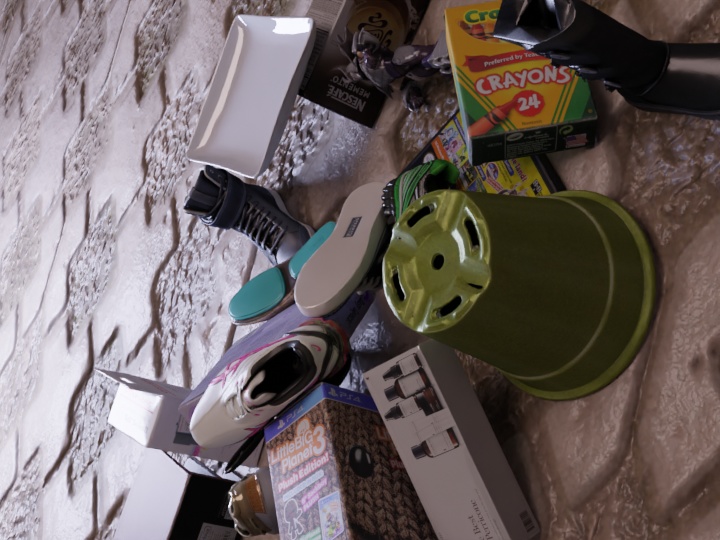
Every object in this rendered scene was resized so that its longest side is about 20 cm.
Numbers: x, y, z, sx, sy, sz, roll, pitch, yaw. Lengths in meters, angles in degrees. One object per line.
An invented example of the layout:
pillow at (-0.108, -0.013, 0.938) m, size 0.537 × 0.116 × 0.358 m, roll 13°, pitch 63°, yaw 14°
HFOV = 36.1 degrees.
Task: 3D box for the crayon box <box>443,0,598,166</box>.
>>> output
crayon box at (0.155, -0.208, 1.116) m, size 0.126 × 0.051 × 0.201 m, roll -9°, pitch 59°, yaw 2°

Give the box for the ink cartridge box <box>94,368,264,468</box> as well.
ink cartridge box at (-0.227, 0.181, 1.354) m, size 0.117 × 0.199 × 0.068 m, roll 15°, pitch 86°, yaw 53°

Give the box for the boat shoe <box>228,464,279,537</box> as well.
boat shoe at (-0.111, 0.252, 1.210) m, size 0.200 × 0.068 × 0.075 m, roll 102°, pitch 151°, yaw -66°

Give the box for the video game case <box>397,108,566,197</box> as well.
video game case at (0.120, -0.083, 1.182) m, size 0.181 × 0.025 × 0.200 m, roll -47°, pitch 42°, yaw 28°

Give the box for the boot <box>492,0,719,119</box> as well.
boot at (0.235, -0.190, 0.940) m, size 0.165 × 0.199 × 0.066 m, roll 1°, pitch 75°, yaw 51°

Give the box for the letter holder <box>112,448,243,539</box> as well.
letter holder at (-0.232, 0.333, 1.378) m, size 0.142 × 0.100 × 0.201 m, roll 18°, pitch 88°, yaw 55°

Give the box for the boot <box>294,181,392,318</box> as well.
boot at (0.000, 0.000, 1.183) m, size 0.072 × 0.091 × 0.200 m, roll 0°, pitch 42°, yaw 31°

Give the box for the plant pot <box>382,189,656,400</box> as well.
plant pot at (0.126, 0.008, 0.979) m, size 0.200 × 0.190 × 0.201 m, roll -12°, pitch 73°, yaw 43°

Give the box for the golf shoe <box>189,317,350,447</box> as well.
golf shoe at (-0.105, 0.115, 1.092) m, size 0.200 × 0.092 × 0.073 m, roll -39°, pitch 82°, yaw 23°

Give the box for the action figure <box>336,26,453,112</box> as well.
action figure at (0.053, -0.235, 1.258) m, size 0.199 × 0.130 × 0.070 m, roll -2°, pitch 72°, yaw 39°

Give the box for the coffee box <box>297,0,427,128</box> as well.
coffee box at (-0.005, -0.292, 1.359) m, size 0.080 × 0.113 × 0.201 m, roll 33°, pitch 102°, yaw 52°

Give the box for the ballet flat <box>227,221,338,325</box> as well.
ballet flat at (-0.073, 0.018, 1.338) m, size 0.200 × 0.067 × 0.068 m, roll -34°, pitch 45°, yaw 27°

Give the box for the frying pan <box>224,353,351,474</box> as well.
frying pan at (-0.094, 0.145, 1.277) m, size 0.190 × 0.031 × 0.115 m, roll -35°, pitch 25°, yaw -2°

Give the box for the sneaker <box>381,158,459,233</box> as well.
sneaker at (0.073, -0.033, 1.133) m, size 0.085 × 0.078 × 0.201 m, roll -36°, pitch 48°, yaw 36°

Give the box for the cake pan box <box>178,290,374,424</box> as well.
cake pan box at (-0.093, 0.092, 1.234) m, size 0.200 × 0.052 × 0.184 m, roll -31°, pitch 8°, yaw 22°

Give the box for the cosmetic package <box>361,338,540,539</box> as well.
cosmetic package at (0.081, 0.168, 1.025) m, size 0.082 × 0.051 × 0.201 m, roll -32°, pitch 81°, yaw 42°

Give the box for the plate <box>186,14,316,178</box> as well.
plate at (-0.131, -0.215, 1.364) m, size 0.200 × 0.032 × 0.200 m, roll 20°, pitch 90°, yaw 53°

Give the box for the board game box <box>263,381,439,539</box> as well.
board game box at (0.008, 0.232, 1.072) m, size 0.097 × 0.159 × 0.201 m, roll -40°, pitch 47°, yaw 32°

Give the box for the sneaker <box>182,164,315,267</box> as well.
sneaker at (-0.145, -0.062, 1.407) m, size 0.077 × 0.146 × 0.202 m, roll -58°, pitch 40°, yaw 13°
